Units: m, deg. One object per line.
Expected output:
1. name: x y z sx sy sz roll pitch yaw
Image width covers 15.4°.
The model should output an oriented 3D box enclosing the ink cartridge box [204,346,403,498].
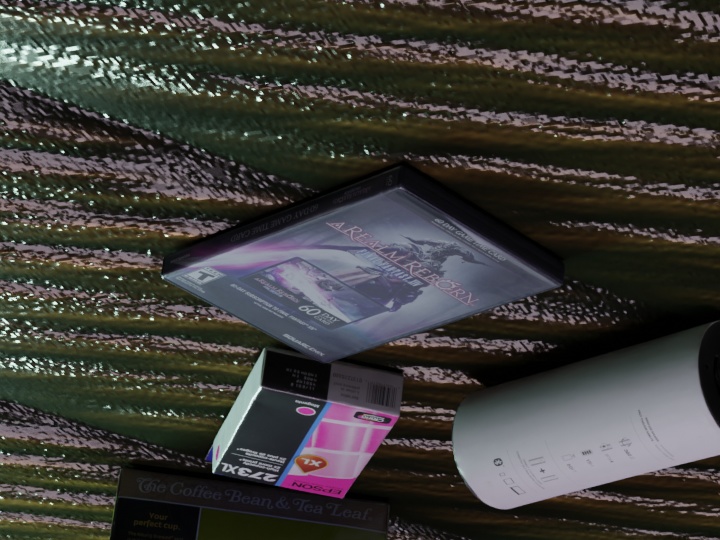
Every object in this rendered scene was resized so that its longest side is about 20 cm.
1. ink cartridge box: -0.042 0.112 1.796 0.095 0.037 0.200 12 154 -10

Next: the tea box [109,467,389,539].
1. tea box: -0.090 0.265 1.923 0.200 0.197 0.134 8 152 -2

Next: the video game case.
1. video game case: 0.000 0.000 1.588 0.200 0.019 0.143 -19 144 41

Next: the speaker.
1. speaker: 0.156 0.092 1.662 0.200 0.081 0.081 -20 143 40

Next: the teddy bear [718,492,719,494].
1. teddy bear: 0.317 0.151 1.776 0.145 0.067 0.200 4 161 24
